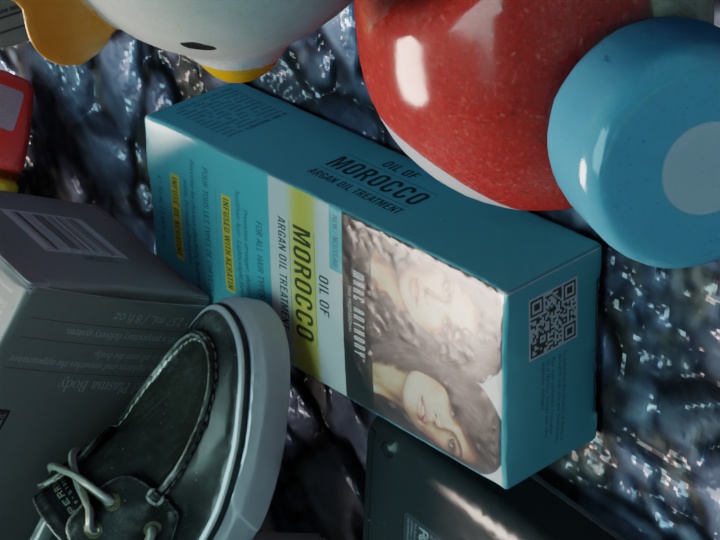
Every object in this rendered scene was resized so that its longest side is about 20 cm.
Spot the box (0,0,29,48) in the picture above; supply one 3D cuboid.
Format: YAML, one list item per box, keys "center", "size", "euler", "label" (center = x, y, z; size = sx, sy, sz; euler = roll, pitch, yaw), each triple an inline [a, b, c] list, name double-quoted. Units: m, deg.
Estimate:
- center: [-0.191, -0.192, 0.807]
  size: [0.109, 0.128, 0.200]
  euler: [28, 130, 41]
  label: "box"

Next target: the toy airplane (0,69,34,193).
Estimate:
- center: [-0.198, 0.022, 0.883]
  size: [0.199, 0.200, 0.141]
  euler: [65, 156, -2]
  label: "toy airplane"

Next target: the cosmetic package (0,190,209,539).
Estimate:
- center: [-0.161, 0.070, 0.794]
  size: [0.090, 0.107, 0.200]
  euler: [37, 109, 32]
  label: "cosmetic package"

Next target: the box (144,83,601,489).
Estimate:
- center: [0.000, 0.000, 0.747]
  size: [0.200, 0.049, 0.082]
  euler: [27, 130, 41]
  label: "box"

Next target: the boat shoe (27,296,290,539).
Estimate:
- center: [-0.091, 0.098, 0.763]
  size: [0.072, 0.071, 0.200]
  euler: [46, 117, 50]
  label: "boat shoe"

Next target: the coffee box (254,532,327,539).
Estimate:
- center: [-0.068, 0.219, 0.843]
  size: [0.200, 0.080, 0.113]
  euler: [-61, 38, 33]
  label: "coffee box"

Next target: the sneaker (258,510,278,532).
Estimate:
- center: [-0.104, 0.139, 0.934]
  size: [0.200, 0.081, 0.088]
  euler: [-15, 96, 55]
  label: "sneaker"

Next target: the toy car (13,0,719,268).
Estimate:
- center: [-0.012, -0.090, 0.532]
  size: [0.184, 0.200, 0.177]
  euler: [-123, 25, -61]
  label: "toy car"

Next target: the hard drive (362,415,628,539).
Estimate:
- center: [0.076, 0.153, 0.749]
  size: [0.200, 0.033, 0.140]
  euler: [34, 134, 39]
  label: "hard drive"
